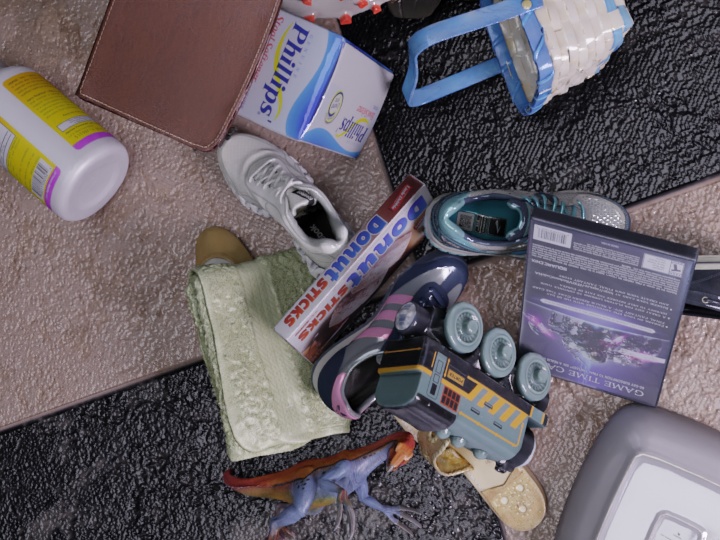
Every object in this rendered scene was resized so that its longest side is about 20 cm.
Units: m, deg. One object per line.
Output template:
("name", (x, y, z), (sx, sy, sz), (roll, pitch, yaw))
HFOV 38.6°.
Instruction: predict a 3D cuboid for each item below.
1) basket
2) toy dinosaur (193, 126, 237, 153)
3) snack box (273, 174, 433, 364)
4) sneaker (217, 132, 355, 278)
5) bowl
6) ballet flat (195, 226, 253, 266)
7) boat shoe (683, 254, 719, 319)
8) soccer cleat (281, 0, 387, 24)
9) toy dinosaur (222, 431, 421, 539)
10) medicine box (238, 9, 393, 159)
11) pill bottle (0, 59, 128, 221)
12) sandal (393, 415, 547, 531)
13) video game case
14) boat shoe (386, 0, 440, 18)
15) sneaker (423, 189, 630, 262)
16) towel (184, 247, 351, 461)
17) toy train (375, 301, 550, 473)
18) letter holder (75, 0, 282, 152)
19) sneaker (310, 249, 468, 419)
("basket", (0.135, -0.213, 0.948), (0.198, 0.176, 0.140), (-24, 85, -4))
("toy dinosaur", (-0.181, -0.164, 1.067), (0.047, 0.200, 0.088), (-46, 115, -3))
("snack box", (0.000, 0.000, 1.010), (0.024, 0.072, 0.200), (38, 84, 31))
("sneaker", (-0.073, -0.077, 1.044), (0.075, 0.081, 0.200), (-44, 73, -8))
("bowl", (0.290, 0.243, 0.957), (0.198, 0.075, 0.202), (25, 97, 16))
("ballet flat", (-0.129, 0.045, 1.080), (0.068, 0.063, 0.202), (-27, 83, 18))
("boat shoe", (0.263, 0.023, 0.961), (0.197, 0.075, 0.063), (-2, 80, 11))
("soccer cleat", (0.016, -0.289, 0.966), (0.198, 0.069, 0.078), (-16, 76, -1))
("toy dinosaur", (-0.032, 0.209, 1.035), (0.200, 0.105, 0.182), (40, 97, 14))
("medicine box", (-0.092, -0.199, 1.004), (0.198, 0.182, 0.104), (26, 98, 14))
("pill bottle", (-0.356, -0.152, 1.122), (0.200, 0.104, 0.105), (40, 101, 12))
("sandal", (0.099, 0.173, 1.012), (0.212, 0.070, 0.078), (45, 102, 11))
("video game case", (0.216, 0.038, 0.932), (0.141, 0.019, 0.201), (16, 140, 18))
("boat shoe", (0.059, -0.354, 1.017), (0.075, 0.074, 0.202), (4, 110, 2))
("sneaker", (0.160, -0.040, 0.970), (0.197, 0.086, 0.079), (-1, 88, -1))
("towel", (-0.089, 0.081, 1.041), (0.036, 0.147, 0.202), (-27, 77, 59))
("toy train", (0.099, 0.109, 0.955), (0.085, 0.199, 0.115), (-8, 55, 49))
("letter holder", (-0.125, -0.209, 0.869), (0.141, 0.100, 0.202), (24, 97, 13))
("sneaker", (0.042, 0.067, 1.004), (0.200, 0.082, 0.070), (-47, 121, 1))
